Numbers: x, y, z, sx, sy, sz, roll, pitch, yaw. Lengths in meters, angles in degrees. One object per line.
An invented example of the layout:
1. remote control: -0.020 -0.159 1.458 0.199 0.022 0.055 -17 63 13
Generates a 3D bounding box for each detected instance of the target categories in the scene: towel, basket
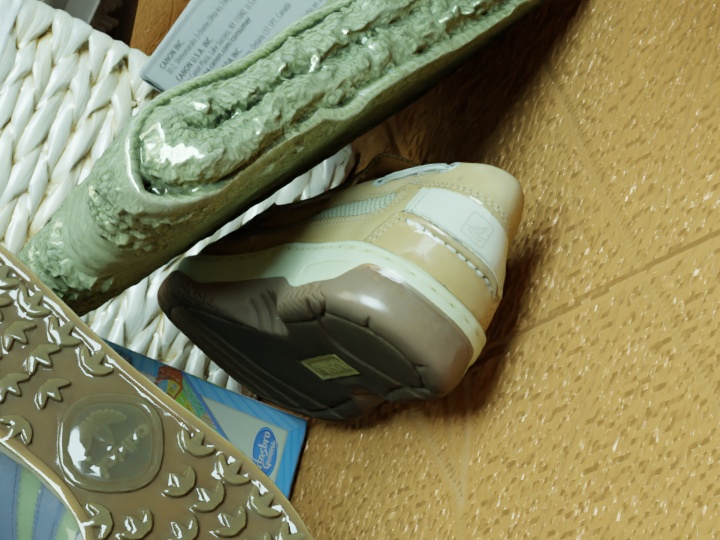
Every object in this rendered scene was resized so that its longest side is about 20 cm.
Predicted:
1. towel: -0.017 -0.054 0.895 0.200 0.037 0.148 -35 -1 -29
2. basket: -0.129 0.009 1.086 0.200 0.161 0.198 -67 18 -5

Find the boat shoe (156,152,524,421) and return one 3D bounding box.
1. boat shoe: 0.000 0.000 0.902 0.076 0.072 0.200 -56 20 -15

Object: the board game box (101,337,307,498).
1. board game box: -0.104 0.117 0.925 0.034 0.134 0.200 -35 35 58

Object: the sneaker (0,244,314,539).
1. sneaker: -0.073 0.077 0.867 0.067 0.200 0.090 -39 -13 -19

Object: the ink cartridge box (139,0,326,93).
1. ink cartridge box: 0.018 -0.157 0.982 0.200 0.044 0.174 -46 11 47

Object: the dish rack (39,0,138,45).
1. dish rack: -0.144 -0.068 1.303 0.200 0.043 0.172 110 180 -55
